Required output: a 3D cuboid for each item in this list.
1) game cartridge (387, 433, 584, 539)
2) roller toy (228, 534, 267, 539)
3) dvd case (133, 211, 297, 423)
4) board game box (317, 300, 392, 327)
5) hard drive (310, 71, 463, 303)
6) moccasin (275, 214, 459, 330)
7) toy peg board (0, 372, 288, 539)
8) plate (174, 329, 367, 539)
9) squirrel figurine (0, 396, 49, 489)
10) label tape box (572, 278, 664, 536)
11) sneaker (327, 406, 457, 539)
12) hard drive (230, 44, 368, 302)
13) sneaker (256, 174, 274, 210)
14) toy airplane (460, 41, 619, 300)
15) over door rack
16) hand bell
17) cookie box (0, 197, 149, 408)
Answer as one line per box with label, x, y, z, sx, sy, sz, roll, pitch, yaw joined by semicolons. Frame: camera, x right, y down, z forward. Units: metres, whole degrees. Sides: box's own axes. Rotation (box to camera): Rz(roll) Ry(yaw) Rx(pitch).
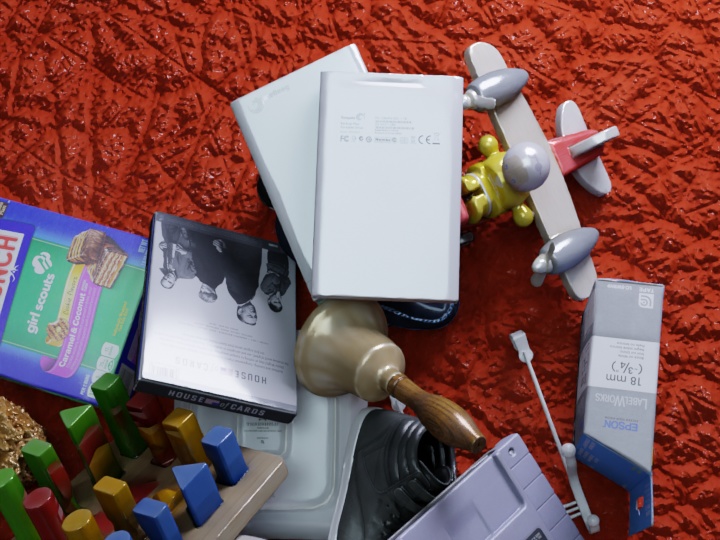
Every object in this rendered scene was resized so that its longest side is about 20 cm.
game cartridge;0.100;0.241;0.937;0.199;0.038;0.130;-33;85;-37
roller toy;-0.103;0.329;0.989;0.182;0.140;0.200;-42;65;2
dvd case;-0.131;0.040;1.061;0.148;0.025;0.202;15;46;-19
board game box;-0.014;-0.033;1.146;0.104;0.023;0.202;-23;73;2
hard drive;0.025;-0.075;1.018;0.130;0.025;0.203;2;82;-1
moccasin;0.000;0.000;1.087;0.198;0.068;0.081;23;78;10
toy peg board;-0.204;0.184;0.973;0.197;0.099;0.200;6;37;37
plate;-0.090;0.154;1.085;0.196;0.032;0.203;-2;78;9
squirrel figurine;-0.383;0.143;1.040;0.197;0.188;0.143;-2;48;-4
label tape box;0.224;0.125;1.007;0.062;0.144;0.203;5;74;8
sneaker;0.030;0.217;0.984;0.098;0.070;0.203;-10;68;47
hard drive;-0.023;-0.090;1.052;0.130;0.026;0.202;-24;83;3
sneaker;-0.014;-0.124;1.111;0.198;0.090;0.071;-22;73;-2
toy airplane;0.160;-0.093;1.078;0.197;0.141;0.202;22;85;-1
over door rack;0.118;0.168;1.048;0.146;0.067;0.202;-20;73;0
hand bell;0.036;0.103;0.971;0.104;0.104;0.199;-48;41;-8
cookie box;-0.306;0.034;1.132;0.197;0.075;0.174;14;76;11
